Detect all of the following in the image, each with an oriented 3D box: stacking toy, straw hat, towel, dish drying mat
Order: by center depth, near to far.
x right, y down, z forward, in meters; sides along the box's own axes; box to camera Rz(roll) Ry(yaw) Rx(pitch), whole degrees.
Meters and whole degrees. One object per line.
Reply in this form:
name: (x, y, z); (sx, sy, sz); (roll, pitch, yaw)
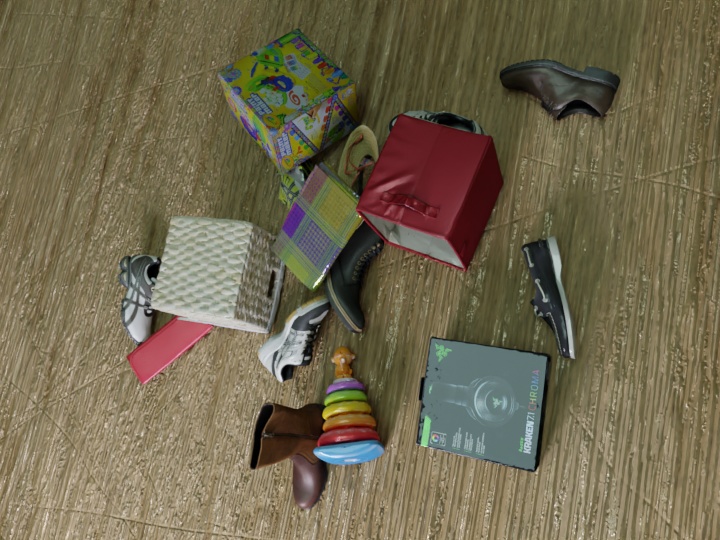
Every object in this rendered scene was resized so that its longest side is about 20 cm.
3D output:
stacking toy: (-0.026, 0.233, 0.975); (0.115, 0.110, 0.202); (-9, 64, 5)
towel: (-0.075, -0.078, 0.996); (0.144, 0.023, 0.201); (44, 115, 26)
straw hat: (0.028, -0.167, 1.028); (0.201, 0.084, 0.204); (-173, 90, -66)
dish drying mat: (-0.406, 0.152, 1.171); (0.199, 0.018, 0.077); (-38, 77, 2)

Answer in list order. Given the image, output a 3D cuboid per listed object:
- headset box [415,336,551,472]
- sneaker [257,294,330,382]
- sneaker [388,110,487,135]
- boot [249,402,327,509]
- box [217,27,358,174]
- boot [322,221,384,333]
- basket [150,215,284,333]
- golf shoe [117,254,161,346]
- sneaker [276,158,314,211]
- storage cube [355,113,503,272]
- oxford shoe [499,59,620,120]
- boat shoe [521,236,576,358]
headset box: (0.192, 0.206, 0.883); (0.198, 0.093, 0.176); (7, 81, 24)
sneaker: (-0.107, 0.130, 1.033); (0.088, 0.075, 0.200); (51, 119, 17)
sneaker: (0.135, -0.263, 1.000); (0.198, 0.088, 0.077); (16, 87, 26)
boot: (-0.117, 0.320, 0.930); (0.068, 0.200, 0.190); (12, 84, 24)
box: (-0.139, -0.336, 1.084); (0.192, 0.122, 0.200); (-34, 66, -14)
boot: (0.000, 0.000, 1.021); (0.137, 0.077, 0.202); (-27, 71, 10)
basket: (-0.272, 0.005, 1.076); (0.198, 0.161, 0.201); (7, 80, 19)
golf shoe: (-0.469, 0.063, 1.202); (0.093, 0.078, 0.203); (-8, 87, 6)
sneaker: (-0.120, -0.140, 1.103); (0.076, 0.075, 0.202); (-26, 57, 25)
storage cube: (0.124, -0.127, 0.927); (0.170, 0.200, 0.181); (21, 82, 25)
oxford shoe: (0.329, -0.307, 0.944); (0.198, 0.073, 0.085); (19, 89, 25)
boat shoe: (0.302, 0.044, 0.881); (0.060, 0.074, 0.202); (-12, 72, 20)
